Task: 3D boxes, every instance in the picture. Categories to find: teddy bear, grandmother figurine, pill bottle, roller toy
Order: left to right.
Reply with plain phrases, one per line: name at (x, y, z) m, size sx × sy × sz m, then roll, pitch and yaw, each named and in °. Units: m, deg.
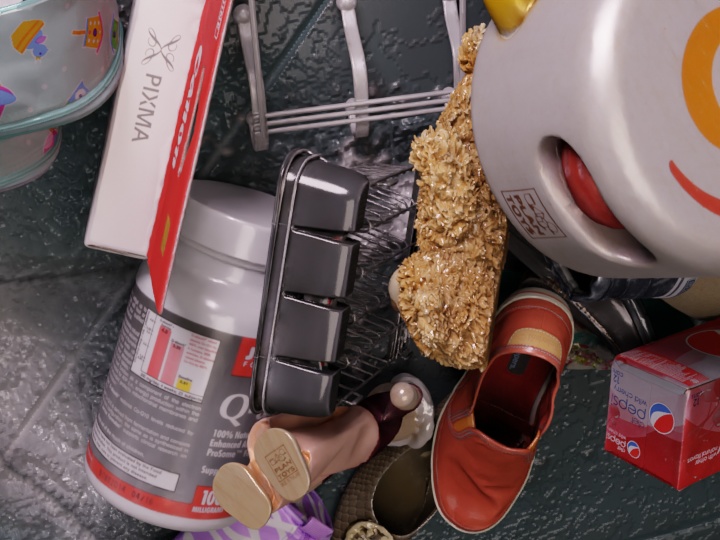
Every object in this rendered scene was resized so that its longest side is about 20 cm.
pill bottle at (-0.098, 0.052, 0.791) m, size 0.114 × 0.116 × 0.202 m, roll 14°, pitch 105°, yaw -18°
grandmother figurine at (-0.007, 0.106, 0.808) m, size 0.121 × 0.199 × 0.061 m, roll -31°, pitch 82°, yaw 28°
teddy bear at (0.059, -0.044, 0.734) m, size 0.066 × 0.145 × 0.203 m, roll 9°, pitch 98°, yaw 11°
roller toy at (0.155, -0.089, 0.658) m, size 0.198 × 0.139 × 0.185 m, roll 4°, pitch 87°, yaw -26°

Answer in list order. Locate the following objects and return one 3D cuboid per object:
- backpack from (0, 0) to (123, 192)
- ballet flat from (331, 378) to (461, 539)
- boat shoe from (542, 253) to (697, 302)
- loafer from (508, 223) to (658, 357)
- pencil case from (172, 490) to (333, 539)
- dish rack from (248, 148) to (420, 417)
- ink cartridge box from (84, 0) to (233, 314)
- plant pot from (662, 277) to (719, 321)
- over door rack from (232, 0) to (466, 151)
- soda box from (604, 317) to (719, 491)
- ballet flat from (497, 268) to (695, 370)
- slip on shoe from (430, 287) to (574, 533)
backpack at (-0.225, -0.127, 0.662) m, size 0.198 × 0.177 × 0.155 m, roll -17°, pitch 130°, yaw -4°
ballet flat at (0.053, 0.143, 0.902) m, size 0.067 × 0.046 × 0.200 m, roll 41°, pitch 98°, yaw -23°
boat shoe at (0.145, -0.078, 0.767) m, size 0.090 × 0.071 × 0.203 m, roll -5°, pitch 72°, yaw -34°
loafer at (0.133, 0.000, 0.829) m, size 0.072 × 0.073 × 0.201 m, roll -35°, pitch 84°, yaw 9°
pencil case at (-0.106, 0.225, 0.876) m, size 0.084 × 0.086 × 0.200 m, roll 36°, pitch 99°, yaw -25°
dish rack at (0.000, 0.000, 0.768) m, size 0.054 × 0.200 × 0.155 m, roll 14°, pitch 104°, yaw 16°
ink cartridge box at (-0.114, -0.102, 0.694) m, size 0.044 × 0.176 × 0.202 m, roll 11°, pitch 108°, yaw -14°
plant pot at (0.260, -0.071, 0.809) m, size 0.186 × 0.188 × 0.201 m, roll 25°, pitch 118°, yaw -21°
over door rack at (-0.003, -0.172, 0.744) m, size 0.146 × 0.067 × 0.202 m, roll -9°, pitch 133°, yaw -9°
soda box at (0.249, 0.072, 0.799) m, size 0.198 × 0.063 × 0.071 m, roll -14°, pitch 115°, yaw -33°
ballet flat at (0.139, 0.038, 0.879) m, size 0.197 × 0.076 × 0.064 m, roll 11°, pitch 139°, yaw -13°
slip on shoe at (0.091, 0.105, 0.825) m, size 0.073 × 0.061 × 0.202 m, roll 18°, pitch 125°, yaw 1°
